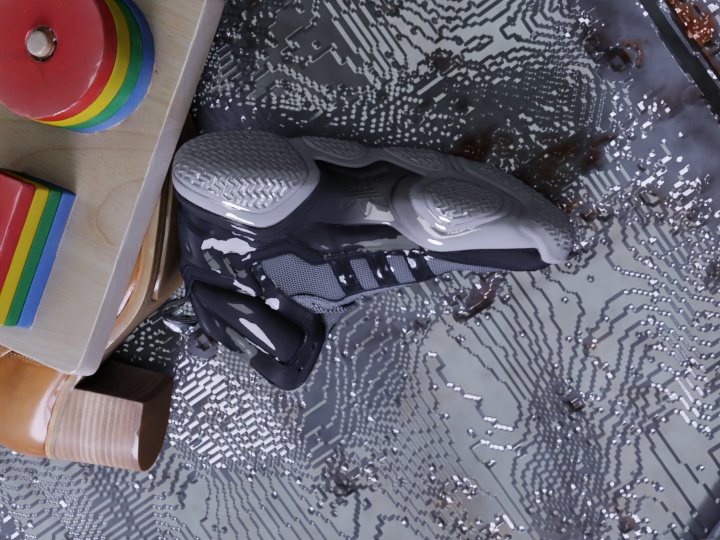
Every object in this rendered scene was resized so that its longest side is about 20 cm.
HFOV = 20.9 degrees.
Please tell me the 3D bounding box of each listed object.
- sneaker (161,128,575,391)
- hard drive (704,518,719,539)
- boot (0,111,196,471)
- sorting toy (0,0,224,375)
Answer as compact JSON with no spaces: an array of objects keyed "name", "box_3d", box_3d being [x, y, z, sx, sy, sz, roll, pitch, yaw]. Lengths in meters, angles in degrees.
[{"name":"sneaker","box_3d":[0.000,0.000,0.959,0.199,0.076,0.114,8,115,-10]},{"name":"hard drive","box_3d":[0.259,0.121,0.952,0.135,0.042,0.200,38,105,2]},{"name":"boot","box_3d":[-0.167,-0.002,0.997,0.154,0.074,0.201,14,99,13]},{"name":"sorting toy","box_3d":[-0.193,-0.077,0.945,0.199,0.070,0.200,22,95,23]}]
